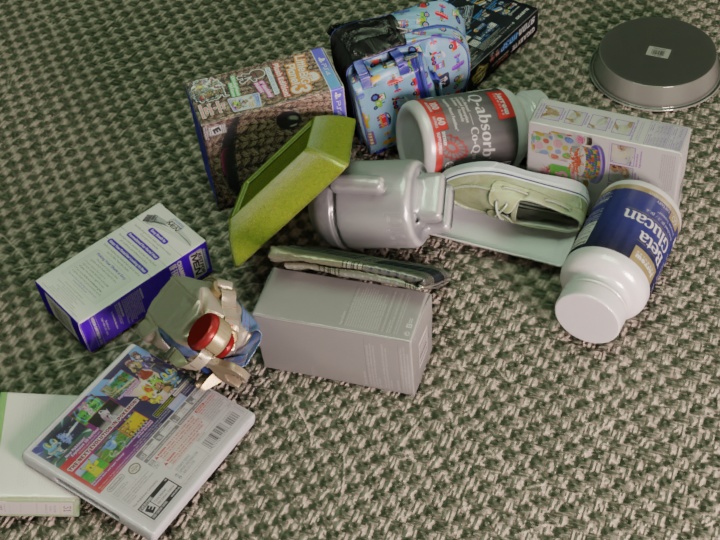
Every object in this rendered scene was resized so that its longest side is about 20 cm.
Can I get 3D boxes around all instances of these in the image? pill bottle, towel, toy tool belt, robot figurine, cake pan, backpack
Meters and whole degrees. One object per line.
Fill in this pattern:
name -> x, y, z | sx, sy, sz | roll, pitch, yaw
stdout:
pill bottle -> 0.159, -0.189, 1.622 | 0.200, 0.116, 0.116 | -12, 46, -18
towel -> 0.000, 0.000, 1.450 | 0.200, 0.035, 0.193 | 11, 5, 12
pill bottle -> 0.312, -0.009, 1.448 | 0.111, 0.111, 0.200 | 18, 52, 21
toy tool belt -> -0.166, 0.078, 1.376 | 0.125, 0.123, 0.200 | -56, 29, -6
robot figurine -> 0.018, -0.085, 1.515 | 0.200, 0.170, 0.113 | 0, 69, 21
cake pan -> 0.444, -0.315, 1.771 | 0.200, 0.037, 0.201 | -3, 47, 3
backpack -> 0.071, -0.279, 1.673 | 0.200, 0.183, 0.135 | -19, 50, -8

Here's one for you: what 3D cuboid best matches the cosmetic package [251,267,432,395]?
cosmetic package -> -0.020, 0.072, 1.414 | 0.200, 0.107, 0.090 | 13, 50, 15

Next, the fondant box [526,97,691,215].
fondant box -> 0.320, -0.136, 1.543 | 0.200, 0.144, 0.058 | 14, 50, 18

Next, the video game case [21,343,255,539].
video game case -> -0.249, 0.191, 1.347 | 0.182, 0.023, 0.200 | 28, 48, 14

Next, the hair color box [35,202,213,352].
hair color box -> -0.305, 0.006, 1.535 | 0.200, 0.065, 0.109 | -36, 53, -23

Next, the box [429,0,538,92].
box -> 0.159, -0.368, 1.846 | 0.159, 0.046, 0.200 | 27, 56, 28

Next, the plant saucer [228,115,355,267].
plant saucer -> -0.097, -0.117, 1.520 | 0.200, 0.048, 0.200 | -41, 16, 18

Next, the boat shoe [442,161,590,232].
boat shoe -> 0.198, -0.094, 1.538 | 0.200, 0.072, 0.062 | 6, 46, 9

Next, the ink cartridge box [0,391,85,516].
ink cartridge box -> -0.320, 0.210, 1.358 | 0.200, 0.048, 0.146 | 4, 46, -12

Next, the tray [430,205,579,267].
tray -> 0.189, -0.059, 1.570 | 0.200, 0.022, 0.107 | 15, 50, 20

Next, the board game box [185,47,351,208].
board game box -> -0.124, -0.196, 1.639 | 0.200, 0.160, 0.097 | -17, 48, -9
